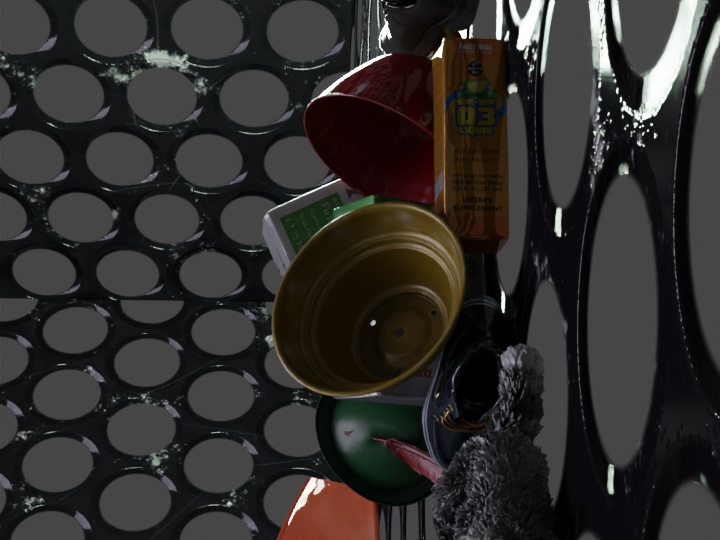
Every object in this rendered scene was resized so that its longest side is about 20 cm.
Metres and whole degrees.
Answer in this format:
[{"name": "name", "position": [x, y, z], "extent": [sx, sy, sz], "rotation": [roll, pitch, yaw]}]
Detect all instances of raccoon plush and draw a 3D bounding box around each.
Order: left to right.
[{"name": "raccoon plush", "position": [0.114, 0.154, 1.123], "extent": [0.134, 0.096, 0.202], "rotation": [160, 111, -77]}]

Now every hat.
[{"name": "hat", "position": [0.062, 0.165, 1.650], "extent": [0.166, 0.200, 0.176], "rotation": [-48, -4, -32]}]

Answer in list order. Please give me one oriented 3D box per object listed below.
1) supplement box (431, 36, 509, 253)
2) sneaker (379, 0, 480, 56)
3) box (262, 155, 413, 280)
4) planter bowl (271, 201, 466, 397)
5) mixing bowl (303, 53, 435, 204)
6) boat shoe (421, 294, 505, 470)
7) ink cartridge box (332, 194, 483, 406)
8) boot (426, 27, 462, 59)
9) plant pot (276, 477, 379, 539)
[{"name": "supplement box", "position": [0.105, -0.120, 1.410], "extent": [0.069, 0.066, 0.202], "rotation": [107, 163, -75]}, {"name": "sneaker", "position": [0.058, -0.291, 1.618], "extent": [0.200, 0.090, 0.077], "rotation": [152, 130, -64]}, {"name": "box", "position": [0.000, 0.000, 1.718], "extent": [0.200, 0.170, 0.200], "rotation": [131, 115, -83]}, {"name": "planter bowl", "position": [0.022, 0.043, 1.370], "extent": [0.084, 0.199, 0.202], "rotation": [48, -148, -50]}, {"name": "mixing bowl", "position": [0.052, -0.156, 1.554], "extent": [0.109, 0.199, 0.200], "rotation": [-58, -9, -23]}, {"name": "boat shoe", "position": [0.099, 0.128, 1.395], "extent": [0.091, 0.070, 0.202], "rotation": [-88, 3, -59]}, {"name": "ink cartridge box", "position": [0.049, 0.036, 1.504], "extent": [0.083, 0.146, 0.202], "rotation": [-15, 70, 52]}, {"name": "boot", "position": [0.082, -0.193, 1.723], "extent": [0.144, 0.070, 0.202], "rotation": [-94, 11, -56]}, {"name": "plant pot", "position": [-0.054, 0.505, 2.766], "extent": [0.200, 0.198, 0.177], "rotation": [98, -175, -60]}]
